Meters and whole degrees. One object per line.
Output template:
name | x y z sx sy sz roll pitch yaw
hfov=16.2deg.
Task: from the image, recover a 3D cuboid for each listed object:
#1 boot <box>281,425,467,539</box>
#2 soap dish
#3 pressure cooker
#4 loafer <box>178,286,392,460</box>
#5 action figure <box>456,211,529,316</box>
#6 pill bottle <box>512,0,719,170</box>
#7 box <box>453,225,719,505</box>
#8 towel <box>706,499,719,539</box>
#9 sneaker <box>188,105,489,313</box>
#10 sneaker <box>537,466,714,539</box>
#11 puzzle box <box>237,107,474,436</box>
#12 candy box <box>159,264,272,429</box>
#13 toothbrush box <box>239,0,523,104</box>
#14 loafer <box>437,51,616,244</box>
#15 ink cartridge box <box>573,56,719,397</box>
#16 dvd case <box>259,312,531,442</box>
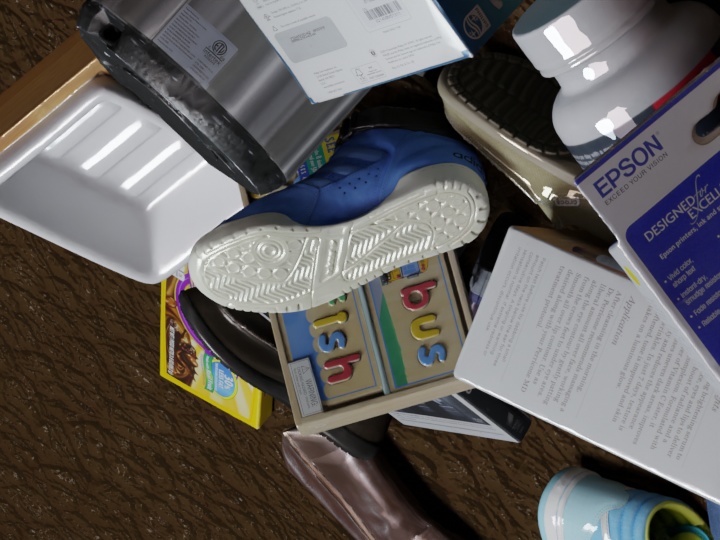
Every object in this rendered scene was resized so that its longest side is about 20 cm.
boot | -0.012 0.205 2.077 0.200 0.064 0.186 46 133 -11
soap dish | -0.166 -0.082 1.761 0.157 0.081 0.200 -36 141 26
pressure cooker | -0.055 -0.168 1.596 0.176 0.200 0.179 44 175 -34
loafer | -0.052 0.064 1.952 0.200 0.071 0.073 37 -176 -15
action figure | 0.064 0.029 1.799 0.130 0.069 0.200 20 149 10
pill bottle | 0.184 -0.089 1.501 0.200 0.120 0.120 50 145 -13
box | 0.188 0.057 1.610 0.200 0.152 0.107 25 99 22
towel | 0.296 0.190 1.767 0.112 0.049 0.200 18 140 32
sneaker | -0.015 -0.045 1.651 0.200 0.111 0.077 -19 124 11
sneaker | 0.216 0.240 1.875 0.130 0.080 0.200 9 135 43
puzzle box | 0.000 0.000 1.693 0.025 0.133 0.200 64 -170 -68
candy box | -0.114 0.041 2.030 0.102 0.026 0.200 26 144 16
toothbrush box | 0.048 -0.196 1.447 0.146 0.200 0.085 -12 119 51
loafer | 0.131 -0.066 1.621 0.200 0.076 0.068 34 140 10
ink cartridge box | 0.245 -0.037 1.439 0.200 0.198 0.047 52 173 -12
dvd case | 0.011 0.058 1.823 0.200 0.025 0.150 38 162 -29
